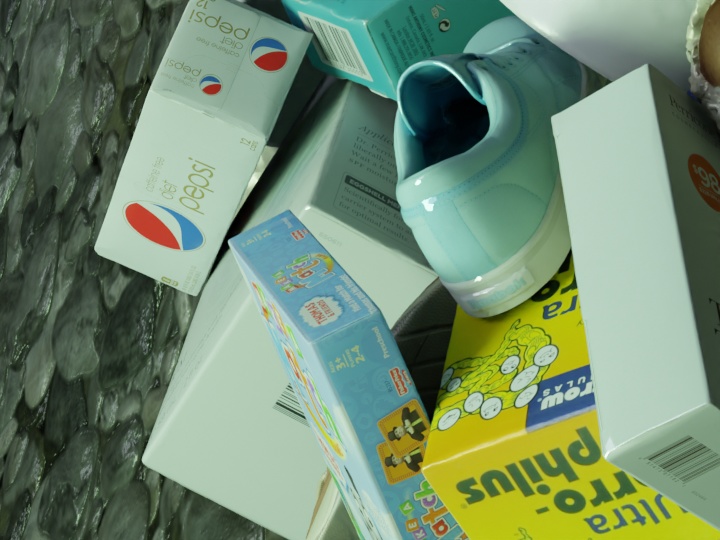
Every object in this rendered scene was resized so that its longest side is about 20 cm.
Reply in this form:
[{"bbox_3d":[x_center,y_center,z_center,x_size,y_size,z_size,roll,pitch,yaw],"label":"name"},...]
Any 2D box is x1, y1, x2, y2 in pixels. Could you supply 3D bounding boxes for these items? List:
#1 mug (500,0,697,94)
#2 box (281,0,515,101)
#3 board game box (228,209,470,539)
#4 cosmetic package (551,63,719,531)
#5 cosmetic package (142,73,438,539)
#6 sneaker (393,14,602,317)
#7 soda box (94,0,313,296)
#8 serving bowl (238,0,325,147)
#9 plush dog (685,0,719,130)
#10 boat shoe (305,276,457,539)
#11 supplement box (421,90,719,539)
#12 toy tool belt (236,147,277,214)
[{"bbox_3d":[0.159,-0.180,1.220,0.176,0.147,0.200,-58,-1,18],"label":"mug"},{"bbox_3d":[0.063,-0.165,1.340,0.200,0.049,0.082,-38,33,-18],"label":"box"},{"bbox_3d":[0.012,0.085,1.150,0.200,0.037,0.151,68,173,-21],"label":"board game box"},{"bbox_3d":[0.156,0.033,1.024,0.052,0.200,0.151,-31,48,28],"label":"cosmetic package"},{"bbox_3d":[0.000,0.000,1.395,0.199,0.123,0.200,-56,10,38],"label":"cosmetic package"},{"bbox_3d":[0.053,-0.069,1.142,0.074,0.082,0.200,-25,28,18],"label":"sneaker"},{"bbox_3d":[-0.083,-0.062,1.391,0.200,0.064,0.068,119,174,-64],"label":"soda box"},{"bbox_3d":[-0.004,-0.157,1.449,0.066,0.200,0.200,57,132,29],"label":"serving bowl"},{"bbox_3d":[0.243,-0.054,0.998,0.172,0.160,0.200,-33,73,34],"label":"plush dog"},{"bbox_3d":[0.024,0.071,1.267,0.200,0.076,0.072,-61,13,19],"label":"boat shoe"},{"bbox_3d":[0.109,0.037,1.119,0.109,0.110,0.200,-22,31,26],"label":"supplement box"},{"bbox_3d":[-0.033,-0.126,1.600,0.200,0.125,0.123,-65,36,23],"label":"toy tool belt"}]
